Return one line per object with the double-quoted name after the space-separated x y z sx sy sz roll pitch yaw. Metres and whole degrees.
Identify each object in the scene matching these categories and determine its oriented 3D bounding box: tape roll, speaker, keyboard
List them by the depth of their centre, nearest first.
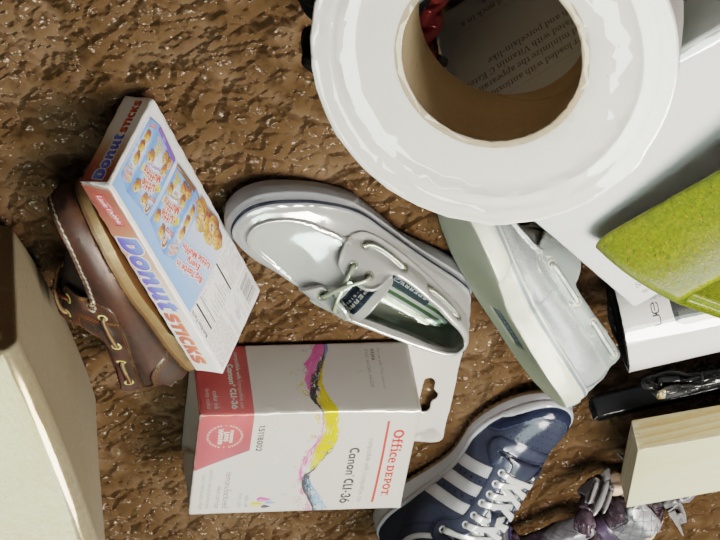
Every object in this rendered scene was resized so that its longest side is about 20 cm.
0.075 -0.130 1.230 0.201 0.071 0.203 5 118 9 "tape roll"
0.271 0.012 1.583 0.199 0.081 0.081 -12 138 2 "speaker"
0.265 0.076 1.649 0.199 0.021 0.127 -14 173 1 "keyboard"

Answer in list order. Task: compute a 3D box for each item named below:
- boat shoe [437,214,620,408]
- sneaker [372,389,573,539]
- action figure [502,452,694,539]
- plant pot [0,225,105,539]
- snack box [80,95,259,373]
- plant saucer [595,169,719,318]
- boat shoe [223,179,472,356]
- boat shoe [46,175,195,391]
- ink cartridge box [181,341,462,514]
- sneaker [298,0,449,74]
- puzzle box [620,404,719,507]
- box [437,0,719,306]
0.118 0.003 1.547 0.071 0.070 0.201 -38 122 -11 "boat shoe"
0.093 0.182 1.707 0.070 0.109 0.200 26 126 -35 "sneaker"
0.182 0.214 1.794 0.199 0.070 0.130 -29 126 13 "action figure"
-0.279 0.086 1.471 0.199 0.200 0.178 -8 127 -4 "plant pot"
-0.119 -0.020 1.466 0.024 0.072 0.200 7 145 27 "snack box"
0.278 -0.015 1.363 0.199 0.048 0.200 18 143 -42 "plant saucer"
0.000 0.000 1.518 0.199 0.067 0.074 19 130 -30 "boat shoe"
-0.167 0.017 1.497 0.070 0.071 0.200 -19 138 6 "boat shoe"
-0.025 0.114 1.637 0.199 0.068 0.117 -2 137 -11 "ink cartridge box"
0.015 -0.180 1.293 0.097 0.071 0.201 6 133 -14 "sneaker"
0.294 0.127 1.676 0.199 0.026 0.133 -10 155 -2 "puzzle box"
0.185 -0.110 1.380 0.198 0.131 0.200 -30 140 20 "box"
